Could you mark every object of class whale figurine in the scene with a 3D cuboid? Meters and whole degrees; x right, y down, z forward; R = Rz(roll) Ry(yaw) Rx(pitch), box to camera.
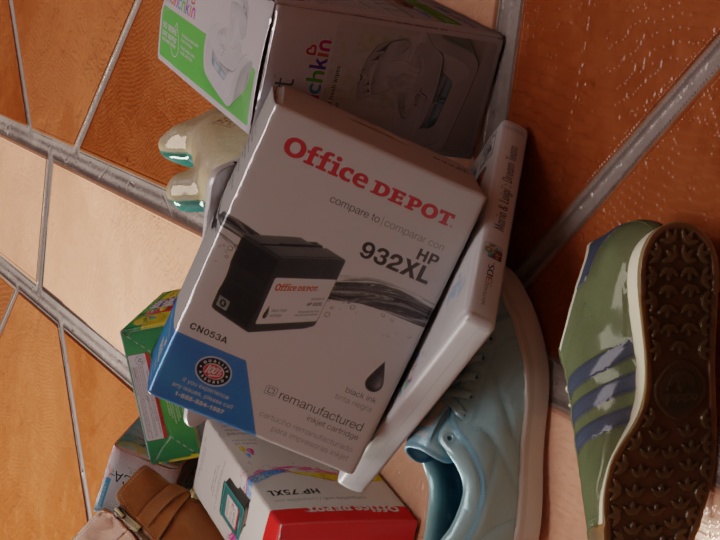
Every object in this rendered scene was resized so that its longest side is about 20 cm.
[{"bbox_3d":[-0.086,-0.077,1.169,0.200,0.159,0.104,24,136,49],"label":"whale figurine"}]

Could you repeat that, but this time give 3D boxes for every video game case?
[{"bbox_3d":[0.047,0.025,0.943,0.200,0.024,0.182,-56,13,45],"label":"video game case"}]

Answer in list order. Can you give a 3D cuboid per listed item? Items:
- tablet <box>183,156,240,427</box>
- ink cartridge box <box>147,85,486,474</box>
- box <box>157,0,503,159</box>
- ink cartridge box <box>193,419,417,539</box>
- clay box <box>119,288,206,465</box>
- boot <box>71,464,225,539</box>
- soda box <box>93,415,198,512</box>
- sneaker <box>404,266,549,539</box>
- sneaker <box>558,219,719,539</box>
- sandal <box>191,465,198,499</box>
[{"bbox_3d":[-0.075,0.004,1.007,0.014,0.130,0.200,22,119,24],"label":"tablet"},{"bbox_3d":[-0.029,0.005,0.901,0.084,0.145,0.200,-102,37,-75],"label":"ink cartridge box"},{"bbox_3d":[-0.028,-0.162,1.020,0.200,0.176,0.097,42,124,55],"label":"box"},{"bbox_3d":[-0.038,0.187,1.078,0.200,0.116,0.067,42,124,54],"label":"ink cartridge box"},{"bbox_3d":[-0.152,0.082,1.227,0.200,0.048,0.115,-72,-29,-81],"label":"clay box"},{"bbox_3d":[-0.173,0.264,1.110,0.155,0.200,0.074,38,155,10],"label":"boot"},{"bbox_3d":[-0.176,0.164,1.287,0.200,0.063,0.069,-56,-15,-77],"label":"soda box"},{"bbox_3d":[0.070,0.092,0.915,0.074,0.082,0.200,-22,67,59],"label":"sneaker"},{"bbox_3d":[0.149,0.069,0.797,0.090,0.067,0.201,-162,76,-69],"label":"sneaker"},{"bbox_3d":[-0.120,0.164,1.281,0.212,0.077,0.070,116,145,-48],"label":"sandal"}]
